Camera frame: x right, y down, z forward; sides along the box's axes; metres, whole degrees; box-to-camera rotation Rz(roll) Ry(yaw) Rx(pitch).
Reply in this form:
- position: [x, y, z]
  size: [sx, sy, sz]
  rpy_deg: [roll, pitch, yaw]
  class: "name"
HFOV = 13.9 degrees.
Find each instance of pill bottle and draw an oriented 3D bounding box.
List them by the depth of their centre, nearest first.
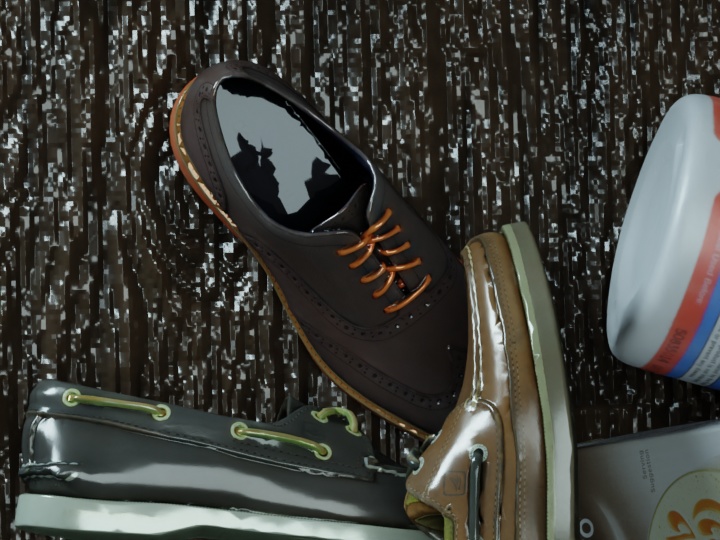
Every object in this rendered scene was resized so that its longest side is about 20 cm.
- position: [0.206, 0.008, 1.172]
  size: [0.199, 0.112, 0.113]
  rpy_deg: [16, 85, -5]
  class: "pill bottle"

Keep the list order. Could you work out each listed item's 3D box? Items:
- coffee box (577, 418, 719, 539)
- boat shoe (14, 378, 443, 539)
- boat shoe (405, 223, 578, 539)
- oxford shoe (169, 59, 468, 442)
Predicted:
- position: [0.162, 0.109, 1.113]
  size: [0.079, 0.200, 0.115]
  rpy_deg: [-9, 86, -40]
  class: "coffee box"
- position: [-0.033, 0.079, 1.154]
  size: [0.200, 0.072, 0.061]
  rpy_deg: [5, 80, -13]
  class: "boat shoe"
- position: [0.048, 0.078, 1.095]
  size: [0.068, 0.072, 0.201]
  rpy_deg: [-9, 65, 5]
  class: "boat shoe"
- position: [0.000, 0.000, 1.163]
  size: [0.200, 0.073, 0.071]
  rpy_deg: [45, 82, -4]
  class: "oxford shoe"
